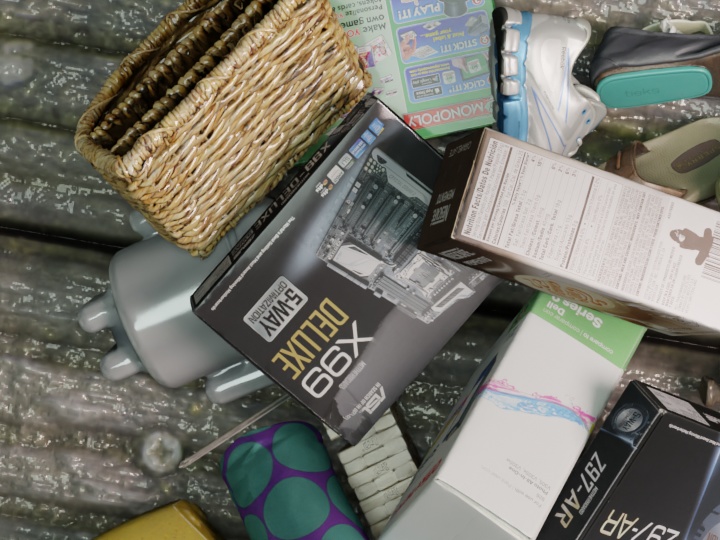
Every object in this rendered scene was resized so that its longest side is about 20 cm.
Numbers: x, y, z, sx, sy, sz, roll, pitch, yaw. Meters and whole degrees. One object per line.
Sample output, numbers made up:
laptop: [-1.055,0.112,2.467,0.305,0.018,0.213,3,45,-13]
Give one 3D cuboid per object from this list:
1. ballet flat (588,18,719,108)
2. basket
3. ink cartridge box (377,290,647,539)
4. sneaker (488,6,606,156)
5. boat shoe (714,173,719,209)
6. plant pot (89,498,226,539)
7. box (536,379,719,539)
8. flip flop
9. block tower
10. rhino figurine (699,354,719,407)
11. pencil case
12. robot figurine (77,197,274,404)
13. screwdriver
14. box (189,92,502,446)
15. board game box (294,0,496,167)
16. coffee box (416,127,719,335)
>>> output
ballet flat: [0.270,-0.159,1.437,0.198,0.073,0.074,1,92,11]
basket: [-0.116,-0.140,1.380,0.200,0.149,0.143,-46,60,-4]
ink cartridge box: [0.107,0.120,1.379,0.087,0.145,0.201,31,59,0]
sneaker: [0.139,-0.097,1.429,0.086,0.075,0.201,-2,118,-6]
boat shoe: [0.351,-0.086,1.399,0.199,0.063,0.074,-17,76,-15]
plant pot: [-0.162,0.282,1.440,0.200,0.194,0.196,-45,87,-3]
box: [0.228,0.178,1.349,0.199,0.044,0.161,22,106,-31]
flip flop: [0.210,-0.064,1.409,0.199,0.058,0.081,-29,64,-21]
block tower: [0.032,0.181,1.479,0.058,0.054,0.201,-26,89,7]
rhino figurine: [0.308,0.005,1.440,0.087,0.060,0.202,4,92,-14]
pencil case: [-0.031,0.205,1.418,0.085,0.092,0.201,-33,53,4]
robot figurine: [-0.112,0.015,1.456,0.199,0.113,0.171,-23,100,6]
screwdriver: [-0.059,0.096,1.454,0.199,0.029,0.028,-32,102,-22]
box: [0.000,0.000,1.380,0.158,0.050,0.200,41,93,-14]
board game box: [0.011,-0.160,1.480,0.199,0.029,0.136,-11,92,6]
coffee box: [0.150,-0.023,1.305,0.199,0.114,0.080,19,83,-8]
